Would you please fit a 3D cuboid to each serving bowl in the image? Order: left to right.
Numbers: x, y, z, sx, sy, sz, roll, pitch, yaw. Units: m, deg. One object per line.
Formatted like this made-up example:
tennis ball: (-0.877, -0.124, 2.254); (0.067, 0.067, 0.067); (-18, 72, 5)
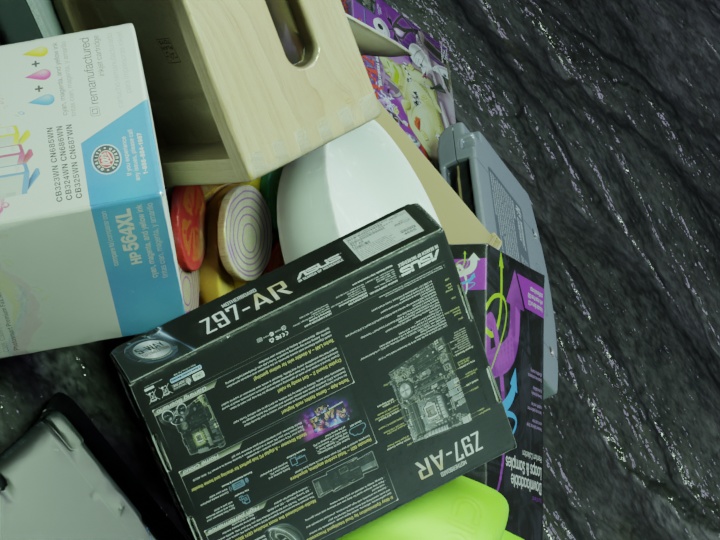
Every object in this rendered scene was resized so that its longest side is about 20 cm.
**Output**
serving bowl: (0.000, 0.000, 1.626); (0.200, 0.065, 0.201); (52, 26, -38)

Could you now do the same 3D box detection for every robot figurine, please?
robot figurine: (0.013, 0.169, 1.572); (0.199, 0.176, 0.116); (22, 11, 1)

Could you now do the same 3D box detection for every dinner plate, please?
dinner plate: (-0.054, -0.197, 1.891); (0.199, 0.024, 0.200); (25, 1, -1)

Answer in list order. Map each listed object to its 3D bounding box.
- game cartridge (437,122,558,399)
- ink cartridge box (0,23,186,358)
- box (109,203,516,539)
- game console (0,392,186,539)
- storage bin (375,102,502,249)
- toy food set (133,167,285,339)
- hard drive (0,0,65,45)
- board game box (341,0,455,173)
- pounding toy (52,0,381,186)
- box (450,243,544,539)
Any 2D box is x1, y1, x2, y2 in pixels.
game cartridge: (0.109, -0.002, 1.975); (0.133, 0.040, 0.201); (44, 31, -44)
ink cartridge box: (-0.209, -0.036, 1.426); (0.126, 0.199, 0.129); (86, -7, -54)
box: (-0.024, 0.075, 1.462); (0.044, 0.199, 0.161); (48, -18, 58)
game console: (-0.152, 0.186, 1.460); (0.176, 0.116, 0.200); (-42, 96, -30)
storage bin: (-0.015, -0.030, 1.801); (0.200, 0.094, 0.199); (50, 30, -10)
toy food set: (-0.083, 0.023, 1.616); (0.200, 0.048, 0.199); (-42, 125, -54)
hard drive: (-0.210, -0.181, 1.498); (0.200, 0.033, 0.140); (70, -1, -53)
board game box: (0.030, -0.132, 2.037); (0.120, 0.032, 0.201); (29, 39, -31)
pounding toy: (-0.076, -0.170, 1.508); (0.142, 0.184, 0.201); (-28, 105, -30)
box: (0.095, 0.091, 1.780); (0.143, 0.036, 0.202); (23, 67, -68)
